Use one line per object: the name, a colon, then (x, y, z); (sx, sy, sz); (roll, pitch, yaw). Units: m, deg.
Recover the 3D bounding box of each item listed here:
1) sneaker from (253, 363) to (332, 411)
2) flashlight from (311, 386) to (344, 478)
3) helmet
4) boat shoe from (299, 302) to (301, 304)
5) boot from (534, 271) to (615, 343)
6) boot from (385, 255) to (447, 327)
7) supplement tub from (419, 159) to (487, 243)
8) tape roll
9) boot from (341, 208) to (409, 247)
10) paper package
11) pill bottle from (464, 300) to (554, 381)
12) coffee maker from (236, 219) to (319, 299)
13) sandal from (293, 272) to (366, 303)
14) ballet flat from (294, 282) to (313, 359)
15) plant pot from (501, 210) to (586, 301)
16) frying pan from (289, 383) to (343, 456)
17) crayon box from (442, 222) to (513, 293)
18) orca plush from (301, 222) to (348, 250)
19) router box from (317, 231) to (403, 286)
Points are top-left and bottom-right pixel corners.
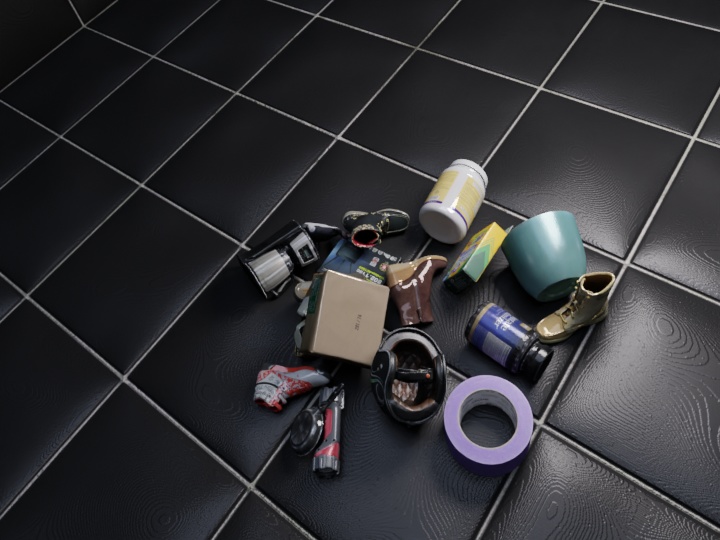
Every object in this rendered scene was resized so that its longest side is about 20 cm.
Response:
sneaker: (-0.171, 0.297, 1.503); (0.195, 0.068, 0.110); (3, 57, 17)
flashlight: (-0.078, 0.377, 1.431); (0.067, 0.067, 0.204); (-32, 43, 35)
helmet: (0.111, 0.243, 1.404); (0.195, 0.205, 0.191); (-18, 12, -2)
boat shoe: (-0.110, 0.122, 1.604); (0.069, 0.072, 0.202); (-32, 56, -11)
boot: (0.510, 0.088, 1.450); (0.195, 0.157, 0.074); (-20, 54, -3)
boot: (0.165, 0.056, 1.605); (0.195, 0.072, 0.171); (-11, 74, -25)
supplement tub: (0.263, -0.195, 1.699); (0.142, 0.147, 0.202); (21, 62, 23)
tape roll: (0.285, 0.348, 1.364); (0.193, 0.086, 0.205); (-6, 55, 8)
boot: (0.053, -0.112, 1.679); (0.197, 0.076, 0.154); (0, 24, -10)
paper package: (-0.039, 0.122, 1.486); (0.186, 0.103, 0.206); (16, 78, -25)
pill bottle: (0.356, 0.171, 1.453); (0.198, 0.113, 0.112); (35, 68, 29)
coffee maker: (-0.236, -0.047, 1.707); (0.198, 0.136, 0.193); (-34, 55, -13)
sandal: (-0.082, 0.038, 1.586); (0.193, 0.055, 0.084); (-4, 52, 3)
ballet flat: (-0.135, 0.130, 1.538); (0.067, 0.072, 0.206); (20, 105, 32)
plant pot: (0.471, -0.022, 1.518); (0.195, 0.202, 0.165); (-16, 64, 0)
frying pan: (-0.105, 0.353, 1.414); (0.189, 0.031, 0.117); (-42, 35, 26)
crayon box: (0.307, -0.044, 1.598); (0.051, 0.126, 0.201); (40, 67, -4)
orca plush: (-0.106, -0.092, 1.735); (0.196, 0.104, 0.074); (10, 100, 42)
router box: (0.000, 0.000, 1.671); (0.196, 0.063, 0.151); (24, 65, 25)
